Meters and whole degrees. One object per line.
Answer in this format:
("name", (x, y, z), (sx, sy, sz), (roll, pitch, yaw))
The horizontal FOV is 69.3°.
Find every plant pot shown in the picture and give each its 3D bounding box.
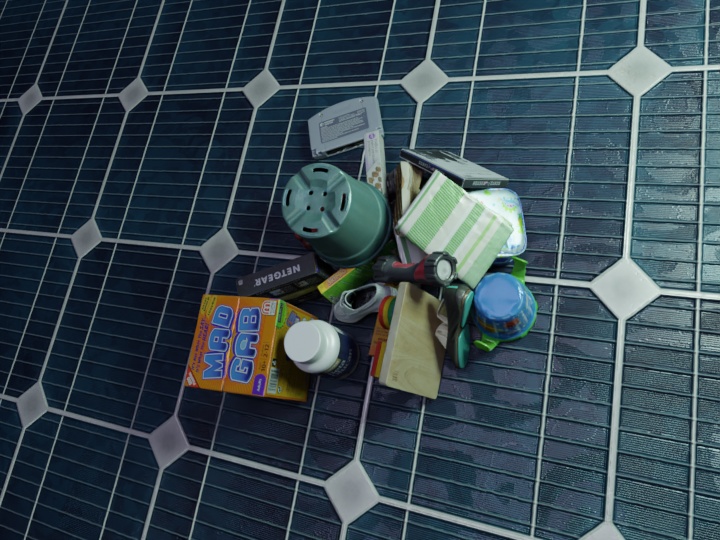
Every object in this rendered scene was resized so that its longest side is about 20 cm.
("plant pot", (-0.056, -0.118, 1.076), (0.198, 0.196, 0.202), (-3, 81, 19))

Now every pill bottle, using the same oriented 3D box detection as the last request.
("pill bottle", (-0.083, 0.169, 1.120), (0.110, 0.200, 0.112), (-6, 71, 19))

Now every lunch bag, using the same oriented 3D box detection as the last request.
("lunch bag", (0.245, -0.089, 1.109), (0.198, 0.083, 0.162), (-2, 72, -10))

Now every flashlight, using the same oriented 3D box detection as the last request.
("flashlight", (0.104, -0.007, 1.041), (0.199, 0.067, 0.069), (6, 103, 57))

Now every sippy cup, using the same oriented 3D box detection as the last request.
("sippy cup", (0.285, 0.067, 1.055), (0.138, 0.130, 0.179), (-14, 69, 15))

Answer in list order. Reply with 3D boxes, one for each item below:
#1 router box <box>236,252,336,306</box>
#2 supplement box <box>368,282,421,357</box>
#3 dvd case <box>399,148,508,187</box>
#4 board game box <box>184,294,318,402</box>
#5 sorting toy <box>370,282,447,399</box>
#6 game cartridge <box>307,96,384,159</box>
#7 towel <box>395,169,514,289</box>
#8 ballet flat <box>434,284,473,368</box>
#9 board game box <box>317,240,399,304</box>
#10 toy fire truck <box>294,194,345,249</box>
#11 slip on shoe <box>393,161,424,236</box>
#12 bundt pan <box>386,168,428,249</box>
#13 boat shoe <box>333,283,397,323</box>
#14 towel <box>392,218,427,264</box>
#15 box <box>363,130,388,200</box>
("router box", (-0.163, 0.034, 1.218), (0.198, 0.157, 0.053), (-18, 68, 13))
("supplement box", (0.079, 0.098, 1.151), (0.066, 0.069, 0.202), (3, 72, 36))
("dvd case", (0.204, -0.227, 1.150), (0.200, 0.149, 0.025), (39, 125, 42))
("board game box", (-0.236, 0.178, 1.174), (0.198, 0.200, 0.202), (1, 74, 21))
("sorting toy", (0.099, 0.145, 1.070), (0.069, 0.200, 0.201), (3, 73, 38))
("game cartridge", (-0.041, -0.380, 1.371), (0.198, 0.041, 0.134), (-14, 73, 16))
("towel", (0.187, -0.084, 1.039), (0.199, 0.023, 0.153), (37, 88, 2))
("ballet flat", (0.191, 0.110, 1.064), (0.068, 0.201, 0.068), (17, 37, 29))
("board game box", (0.000, 0.000, 1.194), (0.199, 0.096, 0.030), (-35, 65, 3))
("toy fire truck", (-0.093, -0.140, 1.255), (0.199, 0.112, 0.169), (-16, 61, 25))
("slip on shoe", (0.108, -0.155, 1.125), (0.060, 0.076, 0.201), (10, 49, -8))
("bundt pan", (0.089, -0.153, 1.229), (0.200, 0.076, 0.204), (-6, 71, 18))
("boat shoe", (-0.007, 0.066, 1.155), (0.200, 0.071, 0.071), (-20, 54, 47))
("towel", (0.177, -0.056, 1.146), (0.198, 0.031, 0.151), (-9, 75, -12))
("box", (0.036, -0.231, 1.210), (0.038, 0.041, 0.202), (-11, 65, 18))
